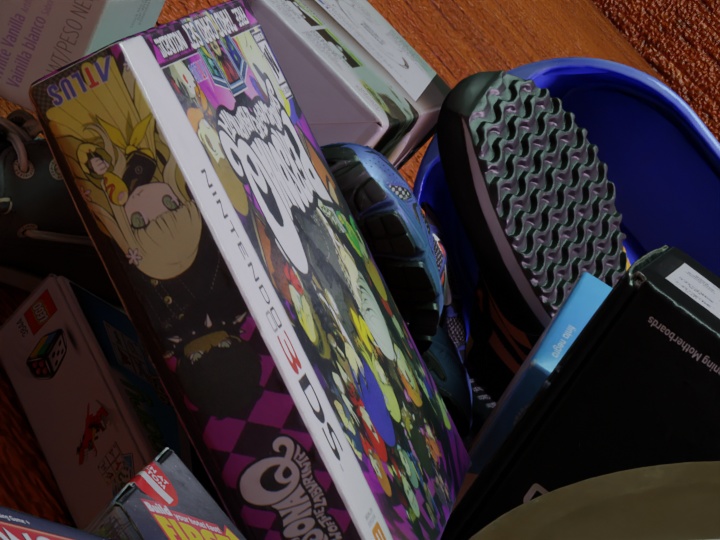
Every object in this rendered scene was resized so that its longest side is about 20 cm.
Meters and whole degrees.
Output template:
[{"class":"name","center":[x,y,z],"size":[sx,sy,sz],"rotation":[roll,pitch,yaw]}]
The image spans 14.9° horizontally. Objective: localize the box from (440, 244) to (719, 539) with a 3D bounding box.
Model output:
[{"class":"box","center":[0.129,0.117,0.920],"size":[0.200,0.164,0.086],"rotation":[37,15,8]}]

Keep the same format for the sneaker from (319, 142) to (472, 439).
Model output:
[{"class":"sneaker","center":[0.000,0.000,1.034],"size":[0.200,0.075,0.079],"rotation":[75,14,-65]}]

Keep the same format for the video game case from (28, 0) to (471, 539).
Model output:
[{"class":"video game case","center":[-0.027,0.009,0.848],"size":[0.182,0.036,0.200],"rotation":[64,11,-4]}]

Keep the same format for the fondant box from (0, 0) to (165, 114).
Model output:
[{"class":"fondant box","center":[-0.146,-0.154,0.900],"size":[0.199,0.145,0.058],"rotation":[27,11,13]}]

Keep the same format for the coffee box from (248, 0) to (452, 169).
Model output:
[{"class":"coffee box","center":[-0.035,-0.053,1.138],"size":[0.080,0.113,0.200],"rotation":[45,13,3]}]

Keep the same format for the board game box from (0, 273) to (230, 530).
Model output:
[{"class":"board game box","center":[-0.032,0.095,0.841],"size":[0.126,0.035,0.200],"rotation":[34,16,-41]}]

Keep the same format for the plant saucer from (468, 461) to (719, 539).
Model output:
[{"class":"plant saucer","center":[0.101,0.106,0.770],"size":[0.200,0.199,0.030],"rotation":[-109,-167,-64]}]

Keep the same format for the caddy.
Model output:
[{"class":"caddy","center":[0.112,0.001,1.198],"size":[0.200,0.141,0.105],"rotation":[50,10,4]}]

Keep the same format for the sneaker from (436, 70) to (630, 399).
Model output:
[{"class":"sneaker","center":[0.066,0.014,1.098],"size":[0.201,0.090,0.070],"rotation":[58,47,-24]}]

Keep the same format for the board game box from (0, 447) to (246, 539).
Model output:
[{"class":"board game box","center":[-0.045,0.121,0.652],"size":[0.200,0.062,0.200],"rotation":[51,14,33]}]

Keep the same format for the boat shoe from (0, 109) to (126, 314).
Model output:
[{"class":"boat shoe","center":[-0.118,-0.033,0.916],"size":[0.200,0.062,0.073],"rotation":[25,26,-55]}]

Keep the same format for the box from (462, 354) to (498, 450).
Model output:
[{"class":"box","center":[0.076,0.103,1.175],"size":[0.200,0.036,0.143],"rotation":[46,13,12]}]

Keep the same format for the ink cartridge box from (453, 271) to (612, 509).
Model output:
[{"class":"ink cartridge box","center":[0.133,0.108,1.028],"size":[0.199,0.116,0.068],"rotation":[32,39,3]}]
